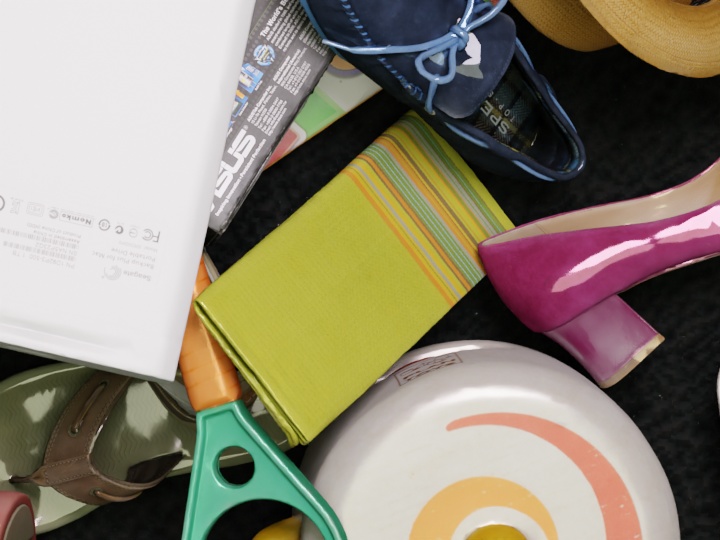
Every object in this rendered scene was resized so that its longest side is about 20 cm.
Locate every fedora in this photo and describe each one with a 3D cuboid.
[{"bbox_3d":[0.111,-0.172,1.324,0.082,0.201,0.201,-30,99,39],"label":"fedora"}]

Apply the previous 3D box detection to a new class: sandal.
[{"bbox_3d":[-0.116,0.077,1.361,0.200,0.057,0.080,-18,96,-2],"label":"sandal"}]

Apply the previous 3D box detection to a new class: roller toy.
[{"bbox_3d":[0.057,0.128,1.337,0.199,0.140,0.183,26,93,-5],"label":"roller toy"}]

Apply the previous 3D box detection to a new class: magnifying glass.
[{"bbox_3d":[-0.059,0.082,1.271,0.079,0.022,0.201,-16,89,10],"label":"magnifying glass"}]

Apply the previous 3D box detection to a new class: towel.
[{"bbox_3d":[0.000,0.000,1.317,0.086,0.200,0.018,51,135,-4],"label":"towel"}]

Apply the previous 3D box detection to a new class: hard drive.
[{"bbox_3d":[-0.127,-0.061,1.245,0.131,0.026,0.201,13,81,-9],"label":"hard drive"}]

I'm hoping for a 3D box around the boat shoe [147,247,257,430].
[{"bbox_3d":[-0.114,-0.015,1.329,0.075,0.068,0.200,-41,84,-20],"label":"boat shoe"}]

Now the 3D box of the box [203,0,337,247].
[{"bbox_3d":[-0.097,-0.145,1.300,0.192,0.048,0.201,32,75,-4],"label":"box"}]

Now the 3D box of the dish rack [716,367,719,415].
[{"bbox_3d":[0.269,0.116,1.400,0.170,0.044,0.201,-9,96,-2],"label":"dish rack"}]

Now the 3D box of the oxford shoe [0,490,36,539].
[{"bbox_3d":[-0.205,0.193,1.359,0.074,0.070,0.201,12,109,11],"label":"oxford shoe"}]

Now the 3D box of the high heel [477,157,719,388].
[{"bbox_3d":[0.152,-0.043,1.360,0.200,0.067,0.096,-45,102,2],"label":"high heel"}]

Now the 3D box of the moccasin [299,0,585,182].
[{"bbox_3d":[0.048,-0.107,1.301,0.200,0.068,0.081,34,84,-46],"label":"moccasin"}]

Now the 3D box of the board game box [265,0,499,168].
[{"bbox_3d":[-0.026,-0.122,1.366,0.199,0.030,0.096,-35,96,-3],"label":"board game box"}]
